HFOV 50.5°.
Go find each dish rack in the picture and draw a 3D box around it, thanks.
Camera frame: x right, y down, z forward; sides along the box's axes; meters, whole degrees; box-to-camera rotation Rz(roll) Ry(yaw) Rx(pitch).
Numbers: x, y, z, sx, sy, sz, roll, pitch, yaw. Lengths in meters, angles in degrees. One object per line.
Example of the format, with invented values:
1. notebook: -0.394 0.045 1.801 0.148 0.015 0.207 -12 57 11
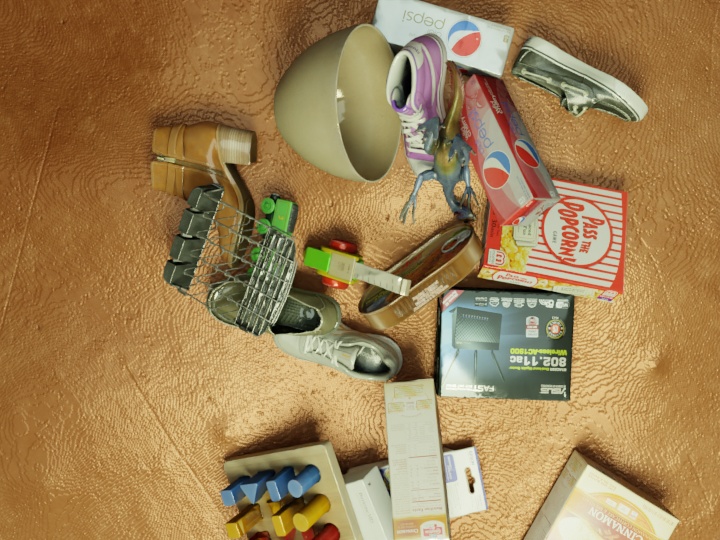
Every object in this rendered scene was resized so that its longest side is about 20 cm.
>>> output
1. dish rack: -0.169 -0.013 1.014 0.197 0.054 0.157 27 102 23

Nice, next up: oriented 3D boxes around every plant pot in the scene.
1. plant pot: -0.040 -0.223 1.043 0.131 0.199 0.207 3 93 28

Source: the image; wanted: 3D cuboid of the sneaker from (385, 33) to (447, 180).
1. sneaker: 0.070 -0.207 1.038 0.071 0.114 0.205 8 121 27

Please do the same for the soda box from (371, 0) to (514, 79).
1. soda box: 0.113 -0.329 1.081 0.195 0.064 0.070 16 94 2

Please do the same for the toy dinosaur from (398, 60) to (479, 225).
1. toy dinosaur: 0.134 -0.142 1.036 0.103 0.181 0.204 23 87 18

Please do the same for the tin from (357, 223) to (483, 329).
1. tin: 0.084 0.009 1.070 0.198 0.113 0.042 -36 113 9

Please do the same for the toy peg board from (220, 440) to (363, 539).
1. toy peg board: -0.110 0.363 1.058 0.196 0.097 0.204 -17 93 32

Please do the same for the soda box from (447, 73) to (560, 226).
1. soda box: 0.191 -0.164 1.036 0.062 0.070 0.204 -3 62 -39

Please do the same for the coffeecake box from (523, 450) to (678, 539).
1. coffeecake box: 0.330 0.394 1.094 0.151 0.073 0.203 29 94 -1

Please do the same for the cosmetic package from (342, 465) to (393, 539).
1. cosmetic package: -0.005 0.396 1.090 0.148 0.051 0.205 -22 91 34

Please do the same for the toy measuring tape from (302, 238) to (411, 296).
1. toy measuring tape: 0.000 0.000 1.075 0.196 0.073 0.076 17 94 34

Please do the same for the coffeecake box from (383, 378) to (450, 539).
1. coffeecake box: 0.078 0.271 1.023 0.071 0.155 0.205 -6 62 5

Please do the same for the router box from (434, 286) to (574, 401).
1. router box: 0.205 0.104 1.097 0.194 0.062 0.155 1 93 1

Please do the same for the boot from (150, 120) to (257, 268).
1. boot: -0.231 -0.111 1.097 0.150 0.077 0.206 5 100 7

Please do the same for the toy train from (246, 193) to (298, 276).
1. toy train: -0.132 -0.009 1.109 0.055 0.042 0.206 12 93 15

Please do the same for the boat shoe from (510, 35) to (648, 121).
1. boat shoe: 0.307 -0.254 1.079 0.197 0.071 0.065 31 93 8

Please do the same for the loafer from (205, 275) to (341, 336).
1. loafer: -0.125 0.050 1.054 0.194 0.070 0.078 5 93 9

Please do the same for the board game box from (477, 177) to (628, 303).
1. board game box: 0.271 -0.050 1.070 0.194 0.046 0.156 10 69 0

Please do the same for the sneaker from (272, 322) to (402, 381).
1. sneaker: -0.033 0.109 1.090 0.194 0.092 0.078 13 93 2

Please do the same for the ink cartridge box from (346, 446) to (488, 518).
1. ink cartridge box: 0.083 0.322 1.125 0.194 0.037 0.098 -13 91 5
